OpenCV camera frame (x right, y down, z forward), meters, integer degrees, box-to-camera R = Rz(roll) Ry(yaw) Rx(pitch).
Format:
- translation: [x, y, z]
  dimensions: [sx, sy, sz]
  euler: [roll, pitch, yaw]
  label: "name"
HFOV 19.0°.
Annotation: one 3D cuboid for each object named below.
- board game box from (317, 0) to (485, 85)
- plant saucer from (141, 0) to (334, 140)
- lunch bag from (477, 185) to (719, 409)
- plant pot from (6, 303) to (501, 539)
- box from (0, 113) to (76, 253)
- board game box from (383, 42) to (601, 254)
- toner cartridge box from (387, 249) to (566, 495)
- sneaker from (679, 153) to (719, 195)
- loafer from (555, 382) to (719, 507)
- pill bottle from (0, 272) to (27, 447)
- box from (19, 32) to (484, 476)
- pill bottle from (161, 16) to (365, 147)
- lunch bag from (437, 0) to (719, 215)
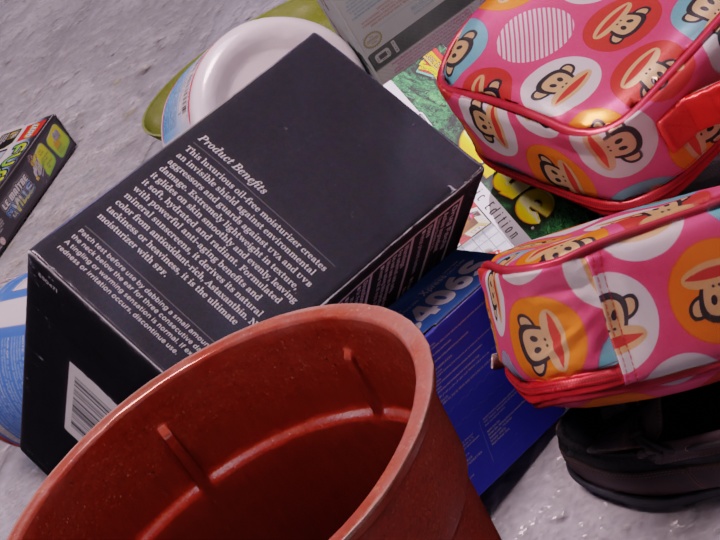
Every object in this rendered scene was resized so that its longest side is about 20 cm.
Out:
- translation: [0.066, -0.152, 1.290]
  dimensions: [0.148, 0.200, 0.064]
  euler: [-36, 28, -6]
  label: "board game box"
- translation: [-0.073, -0.150, 1.625]
  dimensions: [0.200, 0.031, 0.200]
  euler: [-27, 23, 13]
  label: "plant saucer"
- translation: [0.154, 0.000, 0.991]
  dimensions: [0.200, 0.082, 0.176]
  euler: [-16, 4, -2]
  label: "lunch bag"
- translation: [-0.012, 0.152, 0.866]
  dimensions: [0.201, 0.195, 0.201]
  euler: [-26, 27, 15]
  label: "plant pot"
- translation: [-0.317, -0.043, 1.726]
  dimensions: [0.110, 0.035, 0.200]
  euler: [-15, 32, 34]
  label: "box"
- translation: [0.061, -0.031, 1.181]
  dimensions: [0.105, 0.023, 0.200]
  euler: [-35, 58, -7]
  label: "board game box"
- translation: [0.013, 0.083, 1.029]
  dimensions: [0.043, 0.095, 0.200]
  euler: [6, 37, 46]
  label: "toner cartridge box"
- translation: [0.140, -0.079, 1.204]
  dimensions: [0.200, 0.073, 0.071]
  euler: [-1, 80, 49]
  label: "sneaker"
- translation: [0.163, 0.065, 0.966]
  dimensions: [0.200, 0.063, 0.072]
  euler: [0, 42, 48]
  label: "loafer"
- translation: [-0.154, 0.048, 1.267]
  dimensions: [0.112, 0.112, 0.200]
  euler: [-48, 20, -27]
  label: "pill bottle"
- translation: [-0.060, 0.022, 1.080]
  dimensions: [0.198, 0.123, 0.200]
  euler: [-40, -18, -29]
  label: "box"
- translation: [-0.065, -0.091, 1.334]
  dimensions: [0.109, 0.109, 0.200]
  euler: [-39, 7, -11]
  label: "pill bottle"
- translation: [0.157, -0.122, 1.111]
  dimensions: [0.200, 0.082, 0.176]
  euler: [-44, 36, -15]
  label: "lunch bag"
